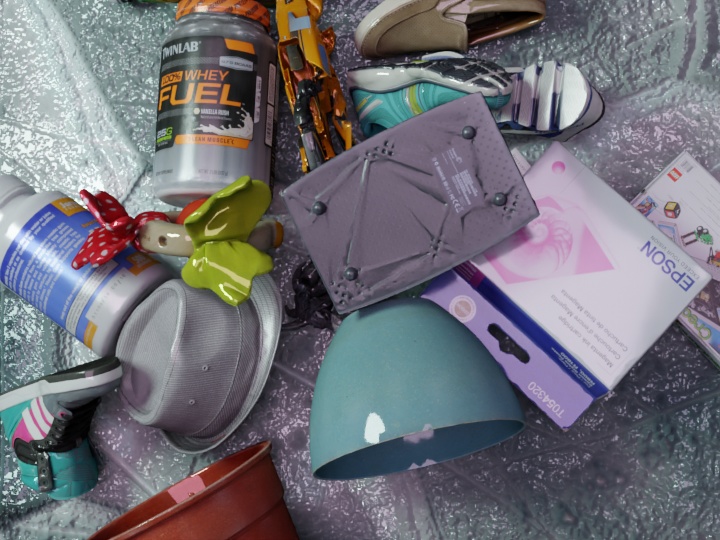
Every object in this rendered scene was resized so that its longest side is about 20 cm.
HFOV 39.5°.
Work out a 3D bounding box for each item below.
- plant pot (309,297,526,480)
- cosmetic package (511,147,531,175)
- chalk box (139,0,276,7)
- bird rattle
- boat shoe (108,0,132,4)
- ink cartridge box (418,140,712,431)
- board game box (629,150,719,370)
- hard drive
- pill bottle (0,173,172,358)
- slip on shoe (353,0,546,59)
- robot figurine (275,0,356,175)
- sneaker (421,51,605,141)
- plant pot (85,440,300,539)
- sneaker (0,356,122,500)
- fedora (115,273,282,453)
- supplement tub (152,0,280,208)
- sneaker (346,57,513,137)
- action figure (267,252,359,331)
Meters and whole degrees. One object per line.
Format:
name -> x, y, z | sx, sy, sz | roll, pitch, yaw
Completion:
plant pot -> 0.040, 0.104, 0.934 | 0.199, 0.200, 0.136 | -14, 71, 3
cosmetic package -> 0.185, -0.017, 0.999 | 0.082, 0.051, 0.200 | -38, 82, 2
chalk box -> -0.162, -0.337, 0.994 | 0.199, 0.124, 0.125 | -3, 93, -18
bird rattle -> -0.162, -0.028, 0.944 | 0.199, 0.163, 0.113 | -1, 95, 27
boat shoe -> -0.207, -0.368, 1.071 | 0.056, 0.069, 0.201 | 28, 84, 7
ink cartridge box -> 0.191, 0.015, 0.950 | 0.196, 0.043, 0.200 | 42, 88, 8
board game box -> 0.345, -0.004, 0.991 | 0.126, 0.035, 0.200 | -43, 81, -2
hard drive -> 0.044, -0.060, 0.897 | 0.199, 0.042, 0.135 | -27, 92, 4
pill bottle -> -0.299, -0.010, 1.013 | 0.200, 0.112, 0.112 | 35, 87, 8
slip on shoe -> 0.093, -0.252, 1.025 | 0.199, 0.076, 0.061 | -18, 65, -4
robot figurine -> -0.041, -0.168, 0.997 | 0.058, 0.145, 0.201 | -14, 73, 5
sneaker -> 0.159, -0.165, 1.008 | 0.199, 0.115, 0.081 | 13, 94, 37
plant pot -> -0.126, 0.292, 0.929 | 0.200, 0.201, 0.196 | -28, 89, 1
sneaker -> -0.282, 0.158, 0.975 | 0.199, 0.083, 0.121 | -20, 89, 45
fedora -> -0.169, 0.075, 0.962 | 0.177, 0.090, 0.201 | 40, 107, 41
supplement tub -> -0.144, -0.166, 1.012 | 0.122, 0.123, 0.201 | 1, 83, 5
sneaker -> 0.068, -0.165, 0.976 | 0.077, 0.199, 0.080 | -19, 108, -39
action figure -> 0.000, 0.000, 0.985 | 0.102, 0.119, 0.200 | 37, 82, 13
